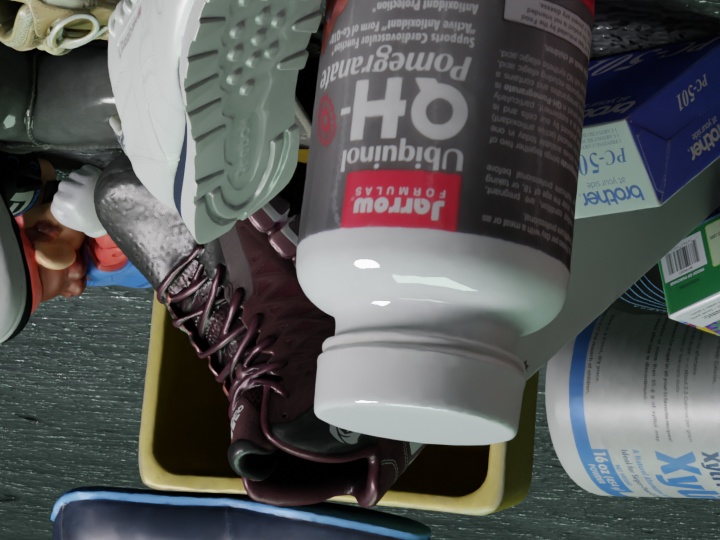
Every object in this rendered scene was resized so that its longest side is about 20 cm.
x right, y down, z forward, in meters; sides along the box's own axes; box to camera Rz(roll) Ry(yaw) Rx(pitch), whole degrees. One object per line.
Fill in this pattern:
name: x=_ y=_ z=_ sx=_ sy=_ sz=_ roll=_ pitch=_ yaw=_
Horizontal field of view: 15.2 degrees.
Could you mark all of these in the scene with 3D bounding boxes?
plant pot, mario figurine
plant pot: x=0.013 y=0.033 z=1.457 sx=0.195 sy=0.195 sz=0.200 roll=3 pitch=173 yaw=17
mario figurine: x=-0.144 y=-0.032 z=1.545 sx=0.199 sy=0.106 sz=0.124 roll=1 pitch=135 yaw=-27

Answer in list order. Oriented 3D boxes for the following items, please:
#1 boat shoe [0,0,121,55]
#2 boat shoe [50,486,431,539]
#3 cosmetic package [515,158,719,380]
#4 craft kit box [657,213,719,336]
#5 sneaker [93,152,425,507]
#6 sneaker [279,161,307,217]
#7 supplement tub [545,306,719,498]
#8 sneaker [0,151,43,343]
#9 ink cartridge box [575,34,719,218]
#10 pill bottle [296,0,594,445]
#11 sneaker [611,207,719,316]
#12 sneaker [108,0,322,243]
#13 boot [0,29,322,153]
boat shoe: x=-0.165 y=-0.117 z=1.134 sx=0.200 sy=0.063 sz=0.073 roll=12 pitch=167 yaw=-23
boat shoe: x=-0.061 y=0.151 z=1.396 sx=0.199 sy=0.069 sz=0.084 roll=3 pitch=178 yaw=17
cosmetic package: x=0.088 y=-0.014 z=1.243 sx=0.082 sy=0.051 sz=0.200 roll=-2 pitch=-155 yaw=39
craft kit box: x=0.280 y=-0.010 z=1.296 sx=0.200 sy=0.049 sz=0.197 roll=-28 pitch=151 yaw=37
sneaker: x=-0.052 y=0.033 z=1.217 sx=0.200 sy=0.116 sz=0.076 roll=35 pitch=134 yaw=-1
sneaker: x=0.000 y=0.000 z=1.328 sx=0.199 sy=0.067 sz=0.090 roll=13 pitch=146 yaw=-10
supplement tub: x=0.226 y=0.074 z=1.636 sx=0.199 sy=0.132 sz=0.132 roll=-1 pitch=165 yaw=35
sneaker: x=-0.191 y=-0.033 z=1.363 sx=0.112 sy=0.073 sz=0.200 roll=14 pitch=-151 yaw=-49
ink cartridge box: x=0.078 y=-0.056 z=1.212 sx=0.200 sy=0.044 sz=0.094 roll=-7 pitch=-158 yaw=47
pill bottle: x=0.033 y=-0.035 z=1.078 sx=0.110 sy=0.201 sz=0.111 roll=6 pitch=167 yaw=1
sneaker: x=0.155 y=-0.010 z=1.431 sx=0.078 sy=0.070 sz=0.200 roll=-2 pitch=167 yaw=9
sneaker: x=-0.067 y=-0.098 z=1.082 sx=0.076 sy=0.081 sz=0.200 roll=-28 pitch=151 yaw=-31
boot: x=-0.117 y=-0.085 z=1.241 sx=0.199 sy=0.073 sz=0.182 roll=7 pitch=-177 yaw=29
